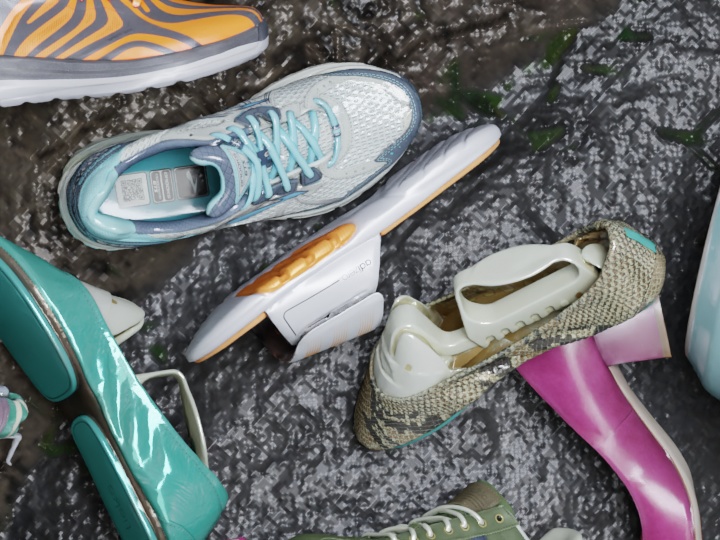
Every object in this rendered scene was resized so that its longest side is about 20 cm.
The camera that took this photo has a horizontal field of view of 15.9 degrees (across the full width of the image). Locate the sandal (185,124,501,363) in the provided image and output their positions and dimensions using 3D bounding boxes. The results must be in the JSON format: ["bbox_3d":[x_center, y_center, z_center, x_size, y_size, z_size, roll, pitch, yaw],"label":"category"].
[{"bbox_3d":[0.002,0.000,1.368,0.206,0.079,0.059,-36,96,-5],"label":"sandal"}]

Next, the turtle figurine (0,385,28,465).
[{"bbox_3d":[-0.248,0.079,1.337,0.149,0.101,0.201,-10,91,-6],"label":"turtle figurine"}]

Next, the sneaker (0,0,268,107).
[{"bbox_3d":[-0.150,-0.146,1.333,0.199,0.078,0.112,-7,98,-7],"label":"sneaker"}]

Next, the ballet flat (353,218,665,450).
[{"bbox_3d":[0.062,0.026,1.353,0.200,0.068,0.075,-29,141,21],"label":"ballet flat"}]

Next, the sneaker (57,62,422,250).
[{"bbox_3d":[-0.059,-0.052,1.350,0.200,0.086,0.078,-20,99,-5],"label":"sneaker"}]

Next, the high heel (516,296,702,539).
[{"bbox_3d":[0.131,0.107,1.411,0.096,0.067,0.201,-10,92,5],"label":"high heel"}]

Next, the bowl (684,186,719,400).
[{"bbox_3d":[0.234,0.001,1.358,0.105,0.201,0.201,14,94,11],"label":"bowl"}]

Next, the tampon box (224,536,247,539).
[{"bbox_3d":[-0.112,0.227,1.314,0.149,0.200,0.127,-9,97,-7],"label":"tampon box"}]

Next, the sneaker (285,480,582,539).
[{"bbox_3d":[0.042,0.151,1.376,0.200,0.067,0.090,24,82,-35],"label":"sneaker"}]

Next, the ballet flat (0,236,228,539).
[{"bbox_3d":[-0.133,0.058,1.367,0.070,0.067,0.200,-32,94,-31],"label":"ballet flat"}]
